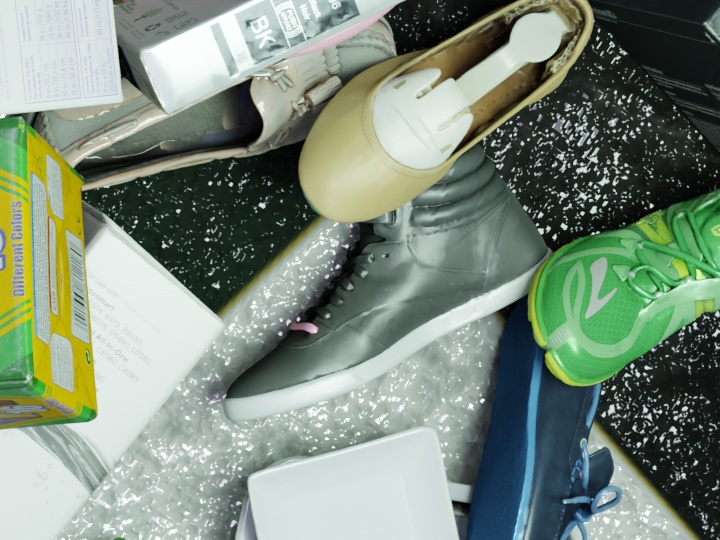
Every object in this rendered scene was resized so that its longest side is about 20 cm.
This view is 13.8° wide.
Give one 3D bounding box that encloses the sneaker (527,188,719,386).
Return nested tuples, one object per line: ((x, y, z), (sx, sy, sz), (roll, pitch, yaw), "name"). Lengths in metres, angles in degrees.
((0.167, -0.004, 1.571), (0.200, 0.084, 0.074), (-28, 88, -34), "sneaker")

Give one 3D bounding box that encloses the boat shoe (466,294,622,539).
((0.106, 0.099, 1.567), (0.068, 0.084, 0.201), (20, 68, -17), "boat shoe")

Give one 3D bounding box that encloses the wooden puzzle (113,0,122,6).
((-0.124, -0.205, 1.506), (0.185, 0.046, 0.201), (-9, 100, -14), "wooden puzzle")

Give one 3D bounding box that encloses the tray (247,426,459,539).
((0.007, 0.187, 1.571), (0.107, 0.022, 0.201), (-14, 102, -13), "tray")

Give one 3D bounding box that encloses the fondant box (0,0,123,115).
((-0.226, -0.091, 1.325), (0.199, 0.144, 0.058), (-9, 96, -32), "fondant box")

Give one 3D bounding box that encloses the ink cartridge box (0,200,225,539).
((-0.169, 0.068, 1.483), (0.084, 0.146, 0.200), (40, 87, -16), "ink cartridge box")

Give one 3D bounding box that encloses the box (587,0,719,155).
((0.209, -0.112, 1.531), (0.141, 0.200, 0.079), (43, 87, -17), "box")

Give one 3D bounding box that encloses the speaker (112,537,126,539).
((-0.169, 0.234, 1.542), (0.200, 0.088, 0.088), (-46, 107, -5), "speaker")

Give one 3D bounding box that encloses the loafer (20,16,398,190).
((-0.071, -0.080, 1.522), (0.199, 0.063, 0.072), (-14, 132, -12), "loafer")

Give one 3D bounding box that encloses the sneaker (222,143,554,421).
((0.000, 0.000, 1.563), (0.200, 0.071, 0.099), (-29, 103, -16), "sneaker")

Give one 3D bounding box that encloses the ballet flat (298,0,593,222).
((0.046, -0.093, 1.521), (0.200, 0.063, 0.069), (-39, 93, -37), "ballet flat")

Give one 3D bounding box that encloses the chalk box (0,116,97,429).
((-0.232, 0.010, 1.356), (0.199, 0.124, 0.125), (-6, 78, 7), "chalk box")

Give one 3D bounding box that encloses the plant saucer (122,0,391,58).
((-0.051, -0.207, 1.480), (0.200, 0.051, 0.201), (-4, 105, -17), "plant saucer")

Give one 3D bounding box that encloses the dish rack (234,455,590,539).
((0.015, 0.191, 1.607), (0.199, 0.044, 0.172), (11, 95, -17), "dish rack")

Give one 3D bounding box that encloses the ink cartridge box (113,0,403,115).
((-0.023, -0.141, 1.425), (0.200, 0.099, 0.039), (-27, 110, -8), "ink cartridge box")
